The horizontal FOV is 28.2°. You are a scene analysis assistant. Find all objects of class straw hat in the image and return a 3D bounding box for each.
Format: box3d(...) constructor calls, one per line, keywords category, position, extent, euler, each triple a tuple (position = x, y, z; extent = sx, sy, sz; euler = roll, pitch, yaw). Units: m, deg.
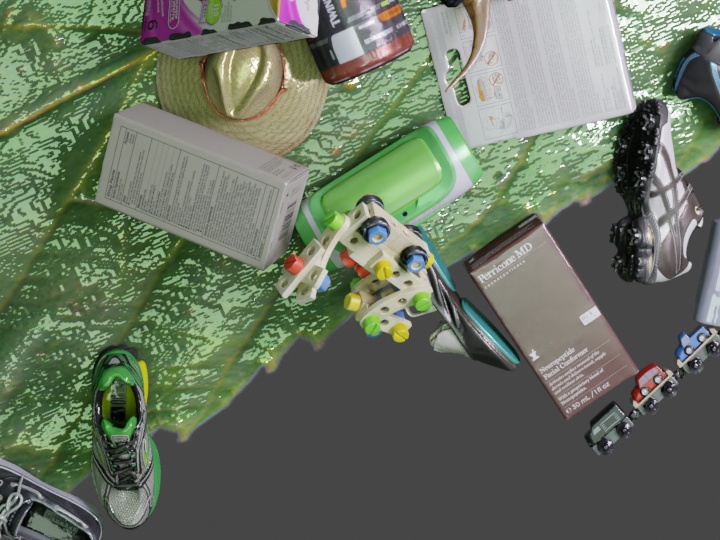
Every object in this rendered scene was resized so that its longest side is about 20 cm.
box3d(category="straw hat", position=(-0.122, -0.205, 1.490), extent=(0.199, 0.085, 0.203), euler=(-1, 101, -3))

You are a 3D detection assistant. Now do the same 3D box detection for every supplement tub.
box3d(category="supplement tub", position=(-0.028, -0.300, 1.466), extent=(0.106, 0.107, 0.202), euler=(-24, 101, 2))

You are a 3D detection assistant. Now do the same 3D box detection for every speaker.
box3d(category="speaker", position=(0.028, -0.081, 1.521), extent=(0.199, 0.088, 0.089), euler=(-31, 101, 4))

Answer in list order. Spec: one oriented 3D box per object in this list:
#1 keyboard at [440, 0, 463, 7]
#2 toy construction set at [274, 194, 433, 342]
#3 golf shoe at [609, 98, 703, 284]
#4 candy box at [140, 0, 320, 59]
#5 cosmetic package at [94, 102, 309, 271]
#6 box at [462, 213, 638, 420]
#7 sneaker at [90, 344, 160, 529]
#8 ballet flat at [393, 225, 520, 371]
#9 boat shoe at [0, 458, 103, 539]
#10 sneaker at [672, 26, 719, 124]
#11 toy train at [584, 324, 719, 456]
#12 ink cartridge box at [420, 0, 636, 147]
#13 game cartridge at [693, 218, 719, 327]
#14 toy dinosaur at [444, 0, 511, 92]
box3d(category="keyboard", position=(0.062, -0.372, 1.471), extent=(0.200, 0.040, 0.104), euler=(47, 115, 10))
box3d(category="toy construction set", position=(0.000, 0.000, 1.461), extent=(0.131, 0.093, 0.199), euler=(-38, 145, 21))
box3d(category="golf shoe", position=(0.325, -0.086, 1.551), extent=(0.093, 0.078, 0.202), euler=(-1, 103, -20))
box3d(category="candy box", position=(-0.127, -0.291, 1.410), extent=(0.199, 0.061, 0.138), euler=(-2, 81, 40))
box3d(category="cosmetic package", position=(-0.164, -0.088, 1.481), extent=(0.198, 0.073, 0.104), euler=(23, 113, 11))
box3d(category="box", position=(0.208, 0.050, 1.563), extent=(0.100, 0.075, 0.201), euler=(-34, 99, 4))
box3d(category="sneaker", position=(-0.264, 0.188, 1.559), extent=(0.077, 0.085, 0.202), euler=(-6, 102, -2))
box3d(category="ballet flat", position=(0.091, 0.041, 1.563), extent=(0.068, 0.068, 0.201), euler=(-37, 90, 14))
box3d(category="boat shoe", position=(-0.381, 0.264, 1.575), extent=(0.198, 0.068, 0.074), euler=(28, 98, -7))
box3d(category="sneaker", position=(0.429, -0.180, 1.540), extent=(0.199, 0.073, 0.082), euler=(32, 114, -3))
box3d(category="toy train", position=(0.328, 0.128, 1.605), extent=(0.200, 0.034, 0.046), euler=(-43, 88, 6))
box3d(category="ink cartridge box", position=(0.181, -0.227, 1.532), extent=(0.198, 0.050, 0.163), euler=(-11, 102, 18))
box3d(category="game cartridge", position=(0.478, 0.008, 1.588), extent=(0.198, 0.042, 0.135), euler=(9, 104, -4))
box3d(category="toy dinosaur", position=(0.123, -0.290, 1.486), extent=(0.105, 0.060, 0.202), euler=(-18, 76, 25))
